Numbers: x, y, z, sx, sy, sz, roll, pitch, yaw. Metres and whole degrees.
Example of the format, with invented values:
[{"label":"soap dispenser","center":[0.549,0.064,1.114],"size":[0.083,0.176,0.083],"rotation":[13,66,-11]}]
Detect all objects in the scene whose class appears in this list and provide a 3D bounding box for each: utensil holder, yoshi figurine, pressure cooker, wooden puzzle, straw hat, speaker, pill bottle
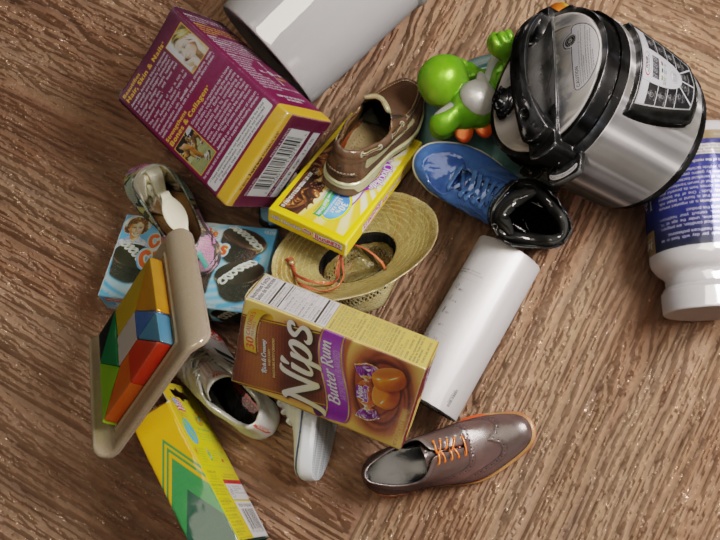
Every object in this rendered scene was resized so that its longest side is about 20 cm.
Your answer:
[{"label":"utensil holder","center":[-0.041,-0.327,1.054],"size":[0.200,0.170,0.170],"rotation":[-44,74,-1]},{"label":"yoshi figurine","center":[0.146,-0.238,0.998],"size":[0.200,0.113,0.112],"rotation":[-37,49,-3]},{"label":"pressure cooker","center":[0.232,-0.169,0.899],"size":[0.179,0.199,0.176],"rotation":[-61,30,15]},{"label":"wooden puzzle","center":[-0.240,0.073,0.938],"size":[0.200,0.037,0.185],"rotation":[-47,39,23]},{"label":"straw hat","center":[0.000,0.000,1.003],"size":[0.200,0.085,0.202],"rotation":[-11,37,8]},{"label":"speaker","center":[0.121,0.062,0.975],"size":[0.081,0.081,0.201],"rotation":[28,82,14]},{"label":"pill bottle","center":[0.370,-0.051,0.944],"size":[0.115,0.116,0.201],"rotation":[-2,75,9]}]

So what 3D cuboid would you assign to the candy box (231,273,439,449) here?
[{"label":"candy box","center":[-0.030,0.095,0.907],"size":[0.199,0.057,0.117],"rotation":[21,124,11]}]

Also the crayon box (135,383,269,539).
[{"label":"crayon box","center":[-0.182,0.220,0.962],"size":[0.051,0.127,0.201],"rotation":[-31,72,0]}]

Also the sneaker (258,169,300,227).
[{"label":"sneaker","center":[-0.140,-0.139,1.070],"size":[0.090,0.078,0.201],"rotation":[-35,73,3]}]

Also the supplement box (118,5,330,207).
[{"label":"supplement box","center":[-0.156,-0.183,0.992],"size":[0.200,0.103,0.131],"rotation":[45,111,17]}]

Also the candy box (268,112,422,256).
[{"label":"candy box","center":[-0.014,-0.106,1.020],"size":[0.102,0.026,0.200],"rotation":[26,52,12]}]

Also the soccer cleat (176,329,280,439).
[{"label":"soccer cleat","center":[-0.173,0.119,1.006],"size":[0.200,0.085,0.069],"rotation":[42,86,16]}]

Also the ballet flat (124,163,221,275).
[{"label":"ballet flat","center":[-0.229,-0.079,1.037],"size":[0.069,0.071,0.200],"rotation":[-30,59,-14]}]

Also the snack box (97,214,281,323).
[{"label":"snack box","center":[-0.204,-0.002,1.052],"size":[0.199,0.037,0.117],"rotation":[6,61,11]}]

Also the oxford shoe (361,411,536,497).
[{"label":"oxford shoe","center":[0.097,0.203,0.948],"size":[0.199,0.073,0.072],"rotation":[-21,74,4]}]

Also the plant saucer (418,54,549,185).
[{"label":"plant saucer","center":[0.168,-0.178,1.050],"size":[0.199,0.036,0.201],"rotation":[-2,76,8]}]

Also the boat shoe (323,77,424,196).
[{"label":"boat shoe","center":[0.025,-0.173,1.012],"size":[0.074,0.075,0.203],"rotation":[21,51,12]}]

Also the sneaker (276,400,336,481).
[{"label":"sneaker","center":[-0.068,0.141,0.999],"size":[0.070,0.073,0.201],"rotation":[-5,66,17]}]

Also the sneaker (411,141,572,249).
[{"label":"sneaker","center":[0.146,-0.086,0.965],"size":[0.199,0.111,0.077],"rotation":[33,97,5]}]
